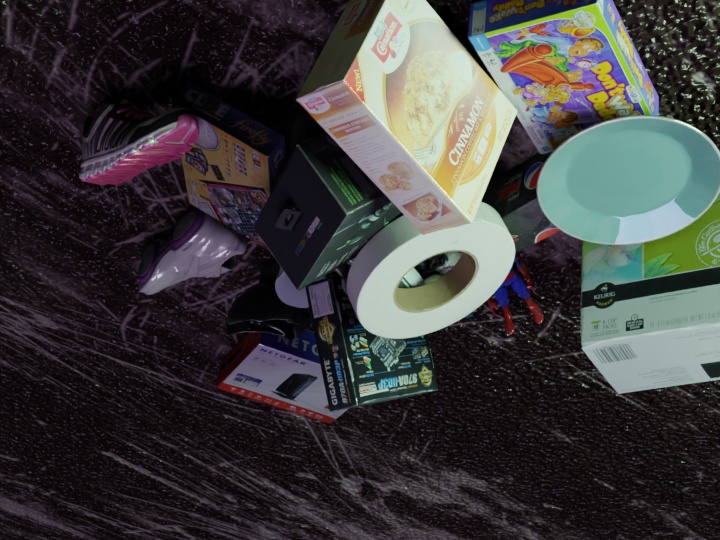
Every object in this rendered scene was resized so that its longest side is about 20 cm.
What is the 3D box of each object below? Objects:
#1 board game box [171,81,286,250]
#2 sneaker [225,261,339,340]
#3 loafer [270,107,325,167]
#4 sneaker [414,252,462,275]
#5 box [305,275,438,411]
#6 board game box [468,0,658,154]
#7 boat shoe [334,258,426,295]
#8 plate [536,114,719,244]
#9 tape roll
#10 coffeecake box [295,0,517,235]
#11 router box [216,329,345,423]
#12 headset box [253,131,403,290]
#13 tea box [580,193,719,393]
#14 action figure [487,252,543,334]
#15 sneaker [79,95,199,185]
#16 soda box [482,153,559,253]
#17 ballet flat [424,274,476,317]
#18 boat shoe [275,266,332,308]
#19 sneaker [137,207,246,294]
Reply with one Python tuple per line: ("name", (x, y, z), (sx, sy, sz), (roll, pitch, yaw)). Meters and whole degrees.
("board game box", (-0.146, -0.114, 1.502), (0.134, 0.035, 0.201), (31, 153, 15))
("sneaker", (-0.078, 0.052, 1.744), (0.196, 0.106, 0.060), (12, 149, -7))
("loafer", (-0.067, -0.145, 1.455), (0.071, 0.074, 0.201), (16, 147, -5))
("sneaker", (0.074, -0.026, 1.601), (0.076, 0.086, 0.199), (-16, 142, 34))
("box", (0.018, 0.087, 1.654), (0.045, 0.162, 0.199), (-16, 173, 33))
("board game box", (0.209, -0.205, 1.315), (0.133, 0.045, 0.200), (-10, 144, 27))
("boat shoe", (0.000, 0.000, 1.543), (0.199, 0.072, 0.072), (39, 156, -25))
("plate", (0.285, -0.100, 1.384), (0.196, 0.026, 0.202), (1, 142, 0))
("tape roll", (0.080, 0.000, 1.480), (0.200, 0.037, 0.204), (-17, 144, -13))
("coffeecake box", (0.050, -0.162, 1.272), (0.072, 0.155, 0.200), (-13, 132, 46))
("router box", (-0.095, 0.154, 1.968), (0.197, 0.050, 0.180), (19, 147, -18))
("headset box", (-0.005, -0.086, 1.402), (0.093, 0.199, 0.174), (53, 148, 11))
("tea box", (0.366, 0.015, 1.490), (0.197, 0.199, 0.134), (-12, 145, 28))
("action figure", (0.194, 0.033, 1.657), (0.064, 0.100, 0.201), (-21, 140, 8))
("sneaker", (-0.254, -0.159, 1.450), (0.073, 0.089, 0.198), (-3, 170, -43))
("soda box", (0.201, -0.080, 1.505), (0.070, 0.064, 0.199), (27, 145, -29))
("ballet flat", (0.107, 0.037, 1.693), (0.068, 0.071, 0.200), (-4, -178, 19))
("boat shoe", (-0.066, -0.030, 1.642), (0.072, 0.069, 0.201), (8, 143, 1))
("sneaker", (-0.225, -0.008, 1.707), (0.099, 0.076, 0.199), (27, 144, -27))
